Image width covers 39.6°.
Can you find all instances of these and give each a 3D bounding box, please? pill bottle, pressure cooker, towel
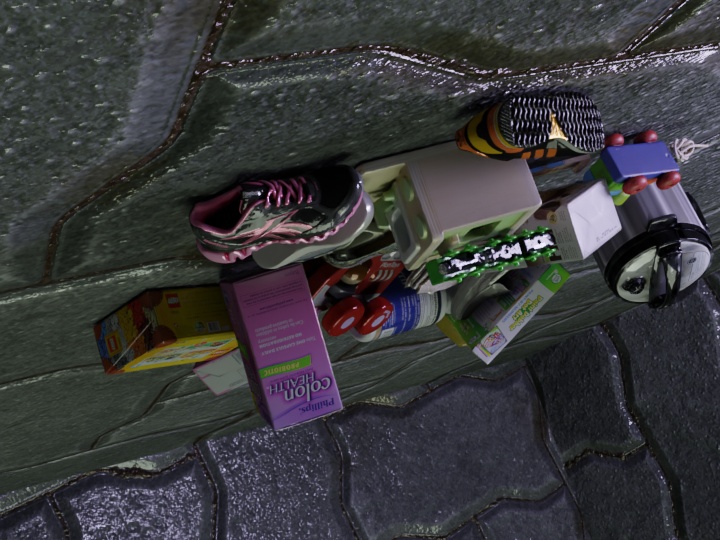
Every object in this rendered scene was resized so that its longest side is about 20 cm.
[{"bbox_3d":[0.075,0.044,1.678,0.200,0.116,0.116,-13,166,-26],"label":"pill bottle"},{"bbox_3d":[0.451,-0.041,1.571,0.176,0.200,0.179,18,132,-36],"label":"pressure cooker"},{"bbox_3d":[0.150,-0.024,1.536,0.133,0.034,0.200,-52,162,24],"label":"towel"}]

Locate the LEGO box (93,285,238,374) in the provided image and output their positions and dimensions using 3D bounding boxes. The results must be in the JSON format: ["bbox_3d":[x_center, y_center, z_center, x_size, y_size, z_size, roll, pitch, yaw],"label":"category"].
[{"bbox_3d":[-0.259,0.084,1.462,0.149,0.077,0.200,-28,164,39],"label":"LEGO box"}]

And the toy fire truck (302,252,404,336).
[{"bbox_3d":[0.000,0.000,1.461,0.168,0.112,0.200,-50,156,20],"label":"toy fire truck"}]

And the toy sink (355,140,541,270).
[{"bbox_3d":[0.093,-0.077,1.204,0.200,0.112,0.130,-15,167,-16],"label":"toy sink"}]

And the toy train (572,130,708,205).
[{"bbox_3d":[0.395,-0.134,1.420,0.200,0.085,0.116,-10,157,-35],"label":"toy train"}]

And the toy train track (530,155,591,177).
[{"bbox_3d":[0.231,-0.121,1.391,0.200,0.033,0.115,-16,167,-14],"label":"toy train track"}]

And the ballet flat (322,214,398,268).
[{"bbox_3d":[0.030,-0.056,1.304,0.200,0.072,0.072,-24,166,23],"label":"ballet flat"}]

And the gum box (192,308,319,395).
[{"bbox_3d":[-0.162,0.110,1.606,0.200,0.066,0.114,-25,-152,26],"label":"gum box"}]

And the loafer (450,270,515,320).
[{"bbox_3d":[0.214,0.015,1.609,0.070,0.070,0.200,-22,152,-50],"label":"loafer"}]

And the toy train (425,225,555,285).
[{"bbox_3d":[0.163,-0.018,1.237,0.200,0.042,0.056,-14,175,-38],"label":"toy train"}]

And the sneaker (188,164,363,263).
[{"bbox_3d":[-0.094,-0.070,1.082,0.200,0.079,0.095,-21,156,4],"label":"sneaker"}]

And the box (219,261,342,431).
[{"bbox_3d":[-0.112,0.096,1.355,0.097,0.200,0.176,-17,-175,-13],"label":"box"}]

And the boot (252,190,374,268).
[{"bbox_3d":[-0.040,-0.058,1.222,0.200,0.073,0.090,-19,177,41],"label":"boot"}]

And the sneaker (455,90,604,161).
[{"bbox_3d":[0.192,-0.159,1.129,0.200,0.070,0.090,-6,177,-43],"label":"sneaker"}]

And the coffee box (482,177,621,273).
[{"bbox_3d":[0.237,-0.058,1.377,0.200,0.080,0.113,-10,-164,44],"label":"coffee box"}]

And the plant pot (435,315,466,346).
[{"bbox_3d":[0.210,0.060,1.882,0.200,0.142,0.200,-18,168,-4],"label":"plant pot"}]

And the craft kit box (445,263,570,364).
[{"bbox_3d":[0.240,0.041,1.676,0.198,0.049,0.200,-45,-163,6],"label":"craft kit box"}]
